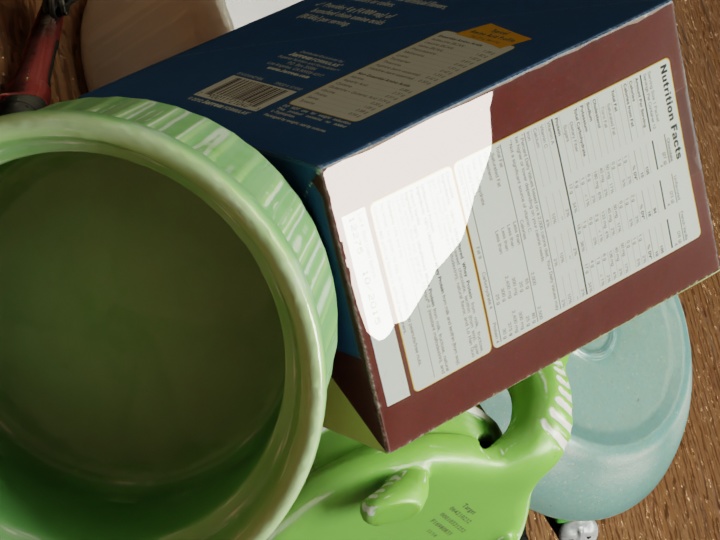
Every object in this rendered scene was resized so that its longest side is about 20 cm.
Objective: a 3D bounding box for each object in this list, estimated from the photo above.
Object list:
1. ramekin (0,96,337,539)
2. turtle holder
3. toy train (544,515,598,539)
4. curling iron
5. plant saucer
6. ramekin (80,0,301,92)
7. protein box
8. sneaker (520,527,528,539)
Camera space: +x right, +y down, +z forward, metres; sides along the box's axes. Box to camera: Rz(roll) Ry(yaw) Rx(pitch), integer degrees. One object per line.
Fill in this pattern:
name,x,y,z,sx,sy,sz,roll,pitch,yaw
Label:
ramekin,-0.103,0.026,1.015,0.200,0.200,0.098,59,16,-8
turtle holder,0.007,0.090,1.187,0.141,0.186,0.132,11,38,-33
toy train,0.099,0.096,1.462,0.200,0.042,0.056,-116,-159,-63
curling iron,-0.161,-0.086,1.210,0.050,0.026,0.200,84,12,-47
plant saucer,0.111,0.032,1.369,0.200,0.036,0.200,16,62,-33
ramekin,-0.058,-0.095,1.352,0.200,0.098,0.201,47,27,-34
protein box,0.017,-0.040,1.164,0.200,0.198,0.135,-26,116,-29
sneaker,0.077,0.180,1.392,0.104,0.060,0.200,43,35,-36
